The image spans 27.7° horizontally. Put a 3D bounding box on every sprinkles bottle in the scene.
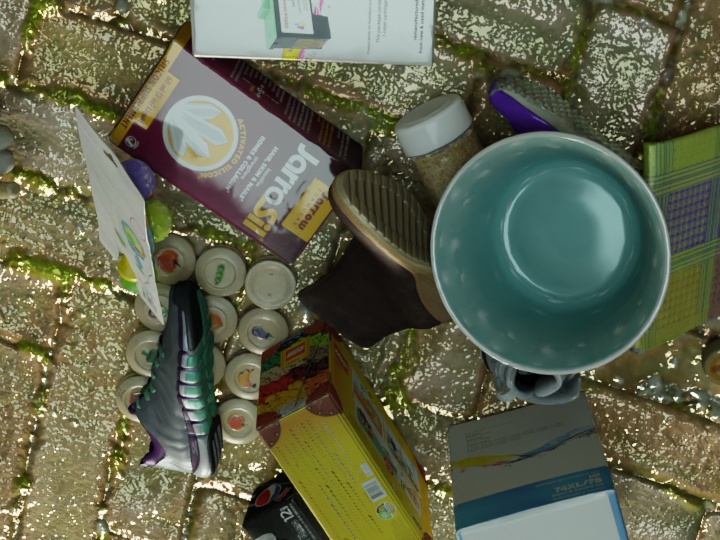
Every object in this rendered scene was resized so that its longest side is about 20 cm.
[{"bbox_3d":[0.103,-0.058,1.322,0.068,0.068,0.201,-25,108,11],"label":"sprinkles bottle"}]

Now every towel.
[{"bbox_3d":[0.292,-0.030,1.308,0.143,0.023,0.202,-18,118,-37],"label":"towel"}]

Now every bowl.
[{"bbox_3d":[0.167,-0.024,1.235,0.199,0.105,0.203,4,104,18],"label":"bowl"}]

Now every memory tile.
[{"bbox_3d":[-0.149,0.068,1.407,0.152,0.017,0.202,14,110,-3],"label":"memory tile"}]

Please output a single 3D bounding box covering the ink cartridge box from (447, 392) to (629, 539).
[{"bbox_3d":[0.170,0.234,1.359,0.145,0.200,0.148,-16,110,7],"label":"ink cartridge box"}]

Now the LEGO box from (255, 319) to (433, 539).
[{"bbox_3d":[-0.013,0.170,1.362,0.077,0.149,0.201,-28,111,10],"label":"LEGO box"}]

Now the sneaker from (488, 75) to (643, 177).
[{"bbox_3d":[0.180,-0.086,1.308,0.199,0.070,0.100,36,110,-10],"label":"sneaker"}]

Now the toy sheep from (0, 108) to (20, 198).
[{"bbox_3d":[-0.367,-0.103,1.291,0.136,0.138,0.202,-6,97,4],"label":"toy sheep"}]

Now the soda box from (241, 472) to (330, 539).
[{"bbox_3d":[-0.035,0.298,1.459,0.063,0.071,0.201,-29,107,17],"label":"soda box"}]

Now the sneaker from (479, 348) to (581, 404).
[{"bbox_3d":[0.204,0.061,1.338,0.198,0.115,0.076,-25,108,11],"label":"sneaker"}]

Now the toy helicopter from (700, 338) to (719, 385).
[{"bbox_3d":[0.406,0.046,1.359,0.132,0.079,0.200,38,119,-21],"label":"toy helicopter"}]

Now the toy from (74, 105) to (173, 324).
[{"bbox_3d":[-0.196,-0.051,1.283,0.047,0.115,0.201,-29,153,-23],"label":"toy"}]

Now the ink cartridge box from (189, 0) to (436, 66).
[{"bbox_3d":[-0.036,-0.229,1.222,0.198,0.145,0.085,3,111,1],"label":"ink cartridge box"}]

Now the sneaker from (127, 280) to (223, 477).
[{"bbox_3d":[-0.183,0.106,1.378,0.086,0.075,0.202,0,112,7],"label":"sneaker"}]

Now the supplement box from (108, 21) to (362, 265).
[{"bbox_3d":[-0.108,-0.113,1.300,0.199,0.086,0.111,34,108,-11],"label":"supplement box"}]

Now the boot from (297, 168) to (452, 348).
[{"bbox_3d":[0.000,0.000,1.299,0.166,0.073,0.199,-24,133,37],"label":"boot"}]
